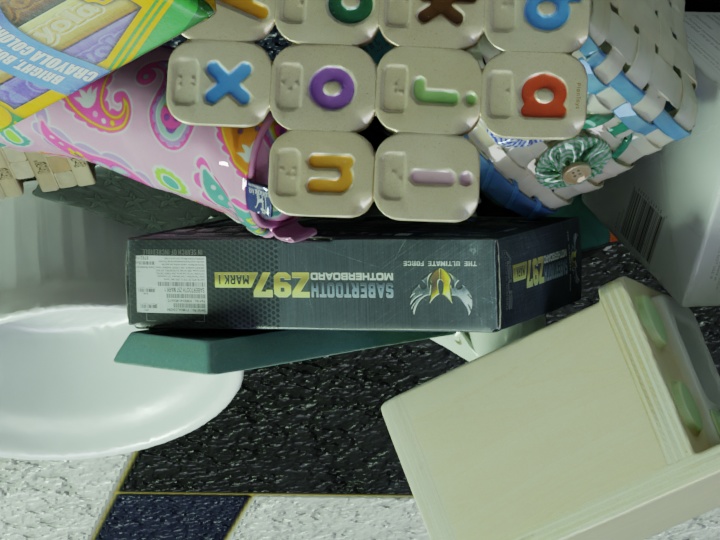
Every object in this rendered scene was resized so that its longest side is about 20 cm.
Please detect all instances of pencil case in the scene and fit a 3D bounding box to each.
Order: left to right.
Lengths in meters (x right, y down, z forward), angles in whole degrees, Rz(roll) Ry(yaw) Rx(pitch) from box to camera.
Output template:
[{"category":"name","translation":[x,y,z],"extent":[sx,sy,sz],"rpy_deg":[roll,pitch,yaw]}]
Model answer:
[{"category":"pencil case","translation":[-0.106,-0.077,1.276],"extent":[0.200,0.088,0.087],"rpy_deg":[19,162,26]}]

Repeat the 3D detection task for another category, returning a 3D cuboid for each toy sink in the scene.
[{"category":"toy sink","translation":[0.133,0.077,1.336],"extent":[0.200,0.112,0.130],"rpy_deg":[-25,165,17]}]

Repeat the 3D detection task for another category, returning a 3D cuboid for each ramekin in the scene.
[{"category":"ramekin","translation":[-0.173,0.028,1.526],"extent":[0.200,0.098,0.201],"rpy_deg":[-6,151,-3]}]

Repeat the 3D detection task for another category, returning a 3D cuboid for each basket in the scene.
[{"category":"basket","translation":[0.054,-0.105,1.298],"extent":[0.200,0.139,0.176],"rpy_deg":[-13,150,31]}]

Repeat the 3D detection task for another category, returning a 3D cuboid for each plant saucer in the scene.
[{"category":"plant saucer","translation":[-0.036,0.033,1.344],"extent":[0.070,0.019,0.200],"rpy_deg":[4,-172,39]}]

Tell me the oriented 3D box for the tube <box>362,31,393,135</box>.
[{"category":"tube","translation":[0.042,-0.091,1.423],"extent":[0.077,0.050,0.200],"rpy_deg":[-34,144,3]}]

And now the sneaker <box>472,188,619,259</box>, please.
[{"category":"sneaker","translation":[0.140,-0.047,1.463],"extent":[0.200,0.071,0.080],"rpy_deg":[7,121,-33]}]

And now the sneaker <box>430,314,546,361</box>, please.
[{"category":"sneaker","translation":[0.030,0.012,1.459],"extent":[0.085,0.200,0.073],"rpy_deg":[-4,109,-27]}]

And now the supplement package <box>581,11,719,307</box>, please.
[{"category":"supplement package","translation":[0.243,-0.061,1.382],"extent":[0.200,0.121,0.120],"rpy_deg":[-1,121,-26]}]

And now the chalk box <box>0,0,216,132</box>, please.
[{"category":"chalk box","translation":[-0.185,-0.147,1.178],"extent":[0.200,0.125,0.124],"rpy_deg":[-25,147,26]}]

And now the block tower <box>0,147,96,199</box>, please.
[{"category":"block tower","translation":[-0.246,-0.064,1.385],"extent":[0.200,0.054,0.058],"rpy_deg":[-9,151,3]}]

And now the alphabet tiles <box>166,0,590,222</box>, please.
[{"category":"alphabet tiles","translation":[0.009,-0.123,1.194],"extent":[0.195,0.200,0.015],"rpy_deg":[2,176,5]}]

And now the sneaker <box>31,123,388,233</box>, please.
[{"category":"sneaker","translation":[-0.076,-0.053,1.450],"extent":[0.199,0.060,0.104],"rpy_deg":[14,146,-28]}]

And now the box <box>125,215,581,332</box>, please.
[{"category":"box","translation":[0.000,0.000,1.328],"extent":[0.200,0.051,0.158],"rpy_deg":[1,-174,19]}]
